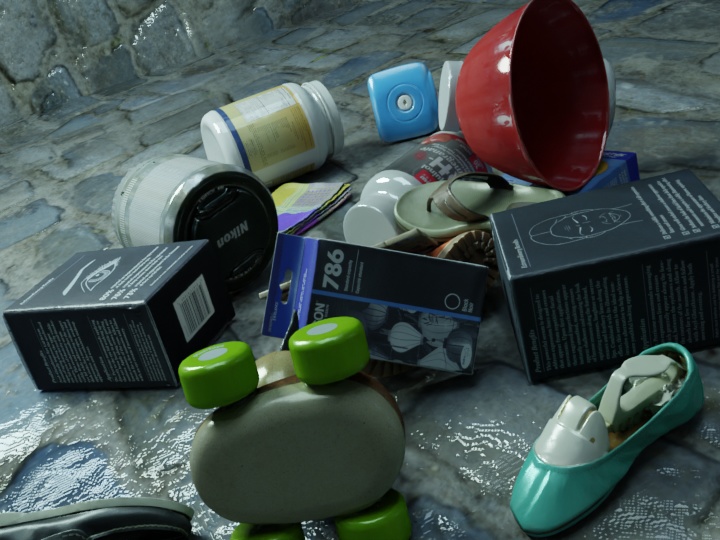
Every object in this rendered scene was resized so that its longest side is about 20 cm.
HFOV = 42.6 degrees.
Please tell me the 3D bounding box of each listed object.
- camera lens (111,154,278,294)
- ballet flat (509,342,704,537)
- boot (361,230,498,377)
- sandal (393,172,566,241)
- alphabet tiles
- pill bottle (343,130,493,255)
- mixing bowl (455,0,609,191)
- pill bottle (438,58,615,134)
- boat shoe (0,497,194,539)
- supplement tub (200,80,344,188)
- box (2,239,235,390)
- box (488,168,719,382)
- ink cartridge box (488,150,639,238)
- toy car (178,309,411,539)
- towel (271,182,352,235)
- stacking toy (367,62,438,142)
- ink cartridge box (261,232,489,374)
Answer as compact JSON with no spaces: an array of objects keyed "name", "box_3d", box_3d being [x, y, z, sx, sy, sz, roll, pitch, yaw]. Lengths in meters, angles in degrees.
[{"name":"camera lens","box_3d":[-0.211,-0.061,1.172,0.159,0.162,0.199,-30,27,-29]},{"name":"ballet flat","box_3d":[0.178,0.111,0.677,0.199,0.071,0.067,-30,28,-28]},{"name":"boot","box_3d":[0.048,0.040,0.931,0.199,0.076,0.107,-38,12,-29]},{"name":"sandal","box_3d":[0.122,-0.076,0.964,0.199,0.058,0.080,2,51,37]},{"name":"alphabet tiles","box_3d":[0.000,0.000,0.959,0.165,0.008,0.200,-23,-8,10]},{"name":"pill bottle","box_3d":[0.068,-0.083,1.110,0.110,0.112,0.200,5,31,38]},{"name":"mixing bowl","box_3d":[0.171,-0.181,0.983,0.107,0.202,0.200,-2,27,42]},{"name":"pill bottle","box_3d":[0.197,-0.205,1.113,0.197,0.110,0.109,3,24,-4]},{"name":"boat shoe","box_3d":[-0.226,0.220,0.720,0.197,0.072,0.068,-9,60,-2]},{"name":"supplement tub","box_3d":[-0.139,-0.211,1.469,0.198,0.146,0.144,-24,25,-18]},{"name":"box","box_3d":[-0.267,0.049,1.038,0.197,0.106,0.148,-4,27,25]},{"name":"box","box_3d":[0.229,0.001,0.838,0.197,0.108,0.149,-12,25,7]},{"name":"ink cartridge box","box_3d":[0.228,-0.079,1.052,0.135,0.077,0.199,10,33,44]},{"name":"toy car","box_3d":[-0.042,0.109,0.725,0.156,0.167,0.200,-13,13,6]},{"name":"towel","box_3d":[-0.118,-0.079,1.324,0.142,0.023,0.200,6,32,37]},{"name":"stacking toy","box_3d":[0.077,-0.291,1.593,0.108,0.118,0.200,-13,10,5]},{"name":"ink cartridge box","box_3d":[0.011,0.029,0.836,0.197,0.101,0.039,8,1,1]}]
